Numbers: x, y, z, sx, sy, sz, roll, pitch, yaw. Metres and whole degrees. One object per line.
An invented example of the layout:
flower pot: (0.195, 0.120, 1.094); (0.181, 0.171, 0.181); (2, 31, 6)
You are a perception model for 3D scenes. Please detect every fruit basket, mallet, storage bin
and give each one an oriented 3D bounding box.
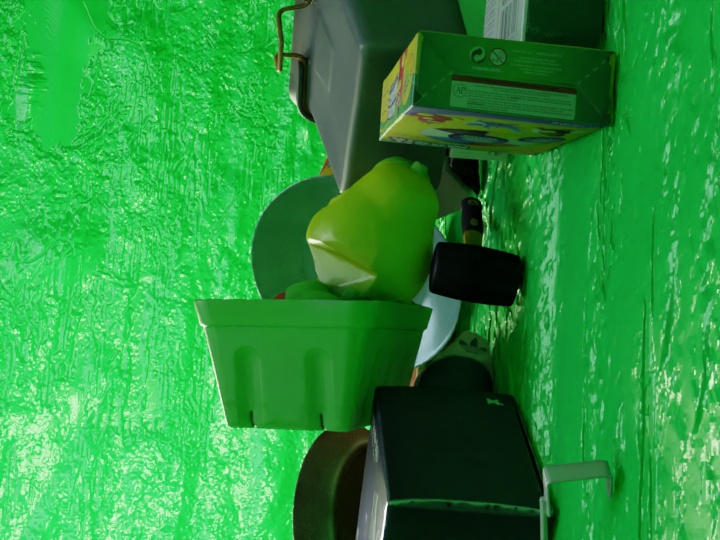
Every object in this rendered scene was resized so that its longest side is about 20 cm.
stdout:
fruit basket: (-0.018, 0.014, 0.898); (0.216, 0.155, 0.217); (0, -90, -75)
mallet: (0.097, -0.021, 0.938); (0.200, 0.066, 0.041); (-57, -21, -69)
storage bin: (0.010, -0.157, 0.933); (0.200, 0.145, 0.135); (99, 162, -48)

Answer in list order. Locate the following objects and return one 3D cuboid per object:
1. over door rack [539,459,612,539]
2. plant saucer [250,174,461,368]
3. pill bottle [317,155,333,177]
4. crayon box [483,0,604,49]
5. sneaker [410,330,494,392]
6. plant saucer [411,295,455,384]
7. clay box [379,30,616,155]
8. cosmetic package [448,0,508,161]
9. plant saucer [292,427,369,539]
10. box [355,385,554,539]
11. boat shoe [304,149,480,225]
over door rack: (0.090, 0.213, 0.598); (0.148, 0.066, 0.201); (-96, 11, -59)
plant saucer: (0.000, 0.000, 1.076); (0.039, 0.200, 0.202); (-51, -26, -54)
pill bottle: (0.012, -0.089, 1.236); (0.109, 0.109, 0.201); (102, -173, -54)
crayon box: (0.118, -0.227, 0.757); (0.126, 0.051, 0.201); (-177, 91, -85)
sneaker: (0.072, 0.105, 0.981); (0.200, 0.070, 0.082); (123, 168, -74)
plant saucer: (0.064, 0.056, 1.190); (0.200, 0.037, 0.201); (-175, 90, -86)
clay box: (0.076, -0.105, 0.761); (0.200, 0.114, 0.048); (166, 109, -85)
cosmetic package: (0.094, -0.179, 0.978); (0.200, 0.050, 0.083); (-91, 5, -50)
plant saucer: (0.006, 0.246, 1.160); (0.200, 0.034, 0.201); (22, -117, -53)
box: (0.053, 0.200, 0.813); (0.148, 0.104, 0.201); (-97, 12, -68)
boat shoe: (0.025, -0.081, 1.111); (0.075, 0.199, 0.093); (45, -141, -38)
